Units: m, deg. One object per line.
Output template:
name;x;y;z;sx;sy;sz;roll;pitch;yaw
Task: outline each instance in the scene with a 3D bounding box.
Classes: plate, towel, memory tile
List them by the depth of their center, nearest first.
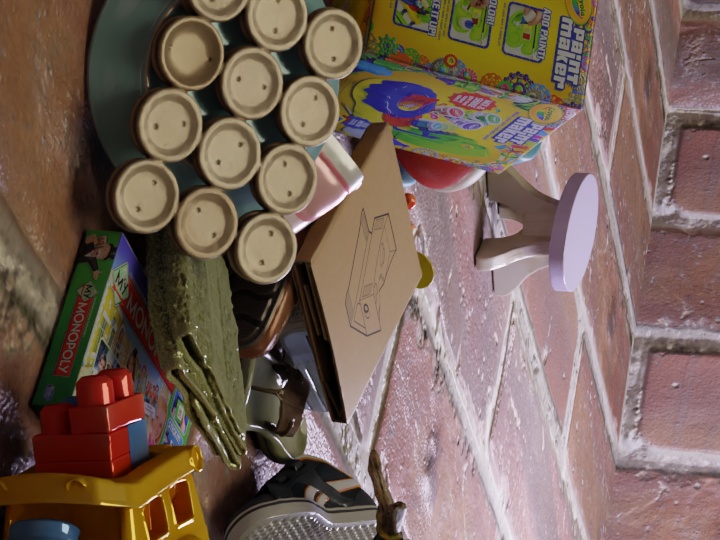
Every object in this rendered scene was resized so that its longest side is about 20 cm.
memory tile;-0.084;-0.103;1.374;0.153;0.017;0.201;22;84;-34
plate;-0.092;-0.132;1.389;0.199;0.026;0.201;-5;99;-33
towel;-0.119;0.027;1.428;0.149;0.036;0.201;70;8;-48

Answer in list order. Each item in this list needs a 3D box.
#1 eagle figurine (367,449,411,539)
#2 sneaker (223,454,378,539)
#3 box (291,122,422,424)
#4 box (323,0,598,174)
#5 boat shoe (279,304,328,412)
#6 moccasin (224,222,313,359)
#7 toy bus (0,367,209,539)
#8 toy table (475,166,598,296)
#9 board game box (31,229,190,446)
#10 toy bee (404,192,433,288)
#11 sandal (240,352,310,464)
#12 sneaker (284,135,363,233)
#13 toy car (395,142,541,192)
eagle figurine;-0.034;0.266;1.614;0.200;0.152;0.151;-35;177;-34
sneaker;-0.060;0.203;1.708;0.079;0.079;0.200;-49;151;17
box;0.000;0.000;1.675;0.200;0.021;0.164;-63;147;-48
box;0.074;-0.186;1.733;0.200;0.192;0.123;140;-39;-69
boat shoe;-0.032;0.059;1.744;0.200;0.073;0.067;89;2;-65
moccasin;-0.069;-0.007;1.638;0.202;0.073;0.078;-84;154;-44
toy bus;-0.168;0.162;1.227;0.200;0.135;0.193;-28;115;-69
toy table;0.220;-0.050;2.533;0.200;0.117;0.185;-45;137;-65
board game box;-0.163;0.083;1.400;0.200;0.029;0.135;68;30;-55
toy bee;0.017;-0.033;1.820;0.131;0.109;0.200;41;18;-13
sandal;-0.066;0.106;1.686;0.201;0.057;0.080;54;42;-65
sneaker;-0.095;-0.103;1.461;0.200;0.105;0.075;50;-6;-21
toy car;0.045;-0.184;1.896;0.200;0.184;0.178;27;64;-41
